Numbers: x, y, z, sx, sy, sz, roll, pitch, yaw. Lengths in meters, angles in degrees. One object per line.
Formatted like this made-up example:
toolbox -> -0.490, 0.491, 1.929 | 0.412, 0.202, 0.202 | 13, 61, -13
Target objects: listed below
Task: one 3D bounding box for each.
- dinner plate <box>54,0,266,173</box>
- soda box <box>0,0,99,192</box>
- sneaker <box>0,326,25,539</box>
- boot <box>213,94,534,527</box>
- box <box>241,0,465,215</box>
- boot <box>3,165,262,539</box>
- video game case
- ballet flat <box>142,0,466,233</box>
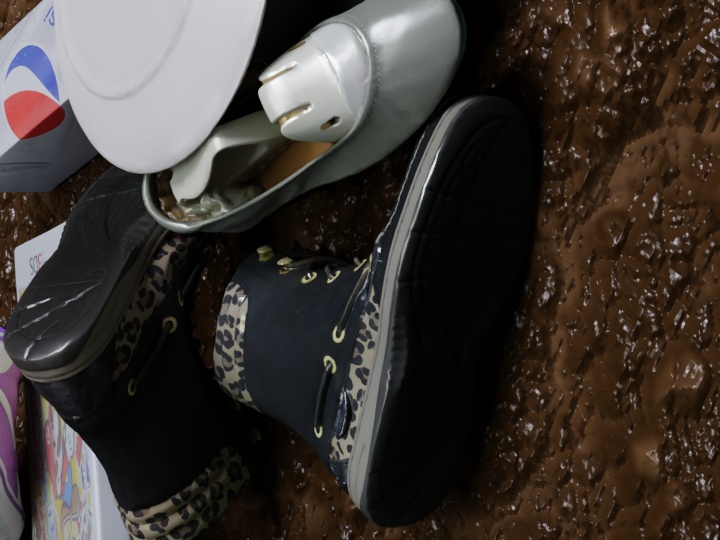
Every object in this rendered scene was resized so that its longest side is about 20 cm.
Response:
dinner plate -> -0.103, -0.147, 0.978 | 0.200, 0.024, 0.202 | -8, 79, 52
soda box -> -0.163, -0.110, 1.174 | 0.200, 0.068, 0.064 | -31, 68, 45
sneaker -> -0.227, 0.098, 1.244 | 0.201, 0.072, 0.115 | 114, 168, -63
boot -> -0.001, 0.001, 0.984 | 0.153, 0.073, 0.205 | 29, 110, 50
box -> -0.036, -0.149, 0.999 | 0.159, 0.046, 0.200 | 49, 129, 10
boot -> -0.098, 0.034, 1.073 | 0.073, 0.200, 0.151 | -6, 125, 27
video game case -> -0.165, 0.077, 1.172 | 0.182, 0.023, 0.202 | 166, 100, -70
ballet flat -> -0.032, -0.067, 0.948 | 0.200, 0.063, 0.068 | -33, 72, 44
